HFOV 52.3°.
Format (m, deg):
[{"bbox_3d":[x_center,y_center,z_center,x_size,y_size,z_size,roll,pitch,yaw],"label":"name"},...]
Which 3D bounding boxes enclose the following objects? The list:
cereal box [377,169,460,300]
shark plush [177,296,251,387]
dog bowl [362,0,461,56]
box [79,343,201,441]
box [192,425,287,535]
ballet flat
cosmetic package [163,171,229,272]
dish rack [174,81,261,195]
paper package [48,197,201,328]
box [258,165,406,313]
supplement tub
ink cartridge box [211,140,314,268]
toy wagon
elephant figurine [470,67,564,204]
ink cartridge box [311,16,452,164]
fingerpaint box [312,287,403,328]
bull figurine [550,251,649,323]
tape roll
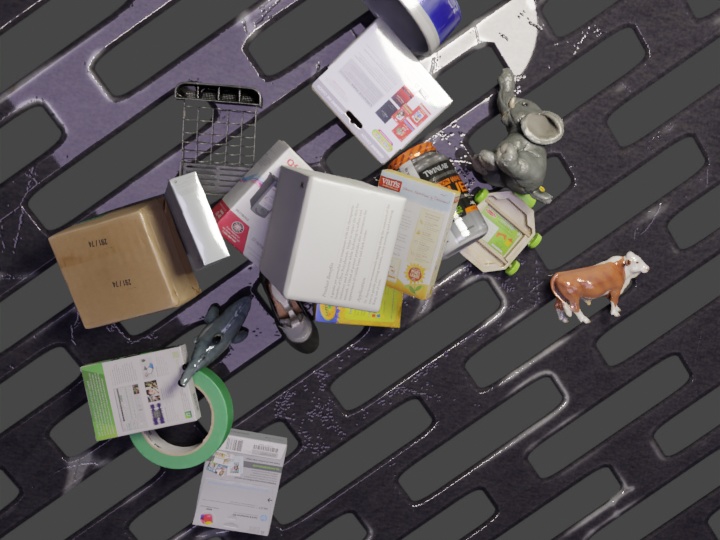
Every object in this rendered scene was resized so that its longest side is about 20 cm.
[{"bbox_3d":[0.082,-0.065,1.300,0.144,0.040,0.200,22,106,22],"label":"cereal box"},{"bbox_3d":[-0.278,0.125,1.357,0.200,0.083,0.091,-41,96,-35],"label":"shark plush"},{"bbox_3d":[0.076,-0.470,1.260,0.200,0.200,0.079,44,91,-11],"label":"dog bowl"},{"bbox_3d":[-0.411,0.228,1.373,0.199,0.036,0.145,-12,90,3],"label":"box"},{"bbox_3d":[-0.241,0.422,1.473,0.155,0.041,0.201,11,98,-7],"label":"box"},{"bbox_3d":[-0.140,0.080,1.406,0.068,0.068,0.200,-29,102,-2],"label":"ballet flat"},{"bbox_3d":[-0.290,-0.079,1.284,0.052,0.200,0.151,-21,93,-18],"label":"cosmetic package"},{"bbox_3d":[-0.261,-0.237,1.343,0.153,0.055,0.201,4,101,-5],"label":"dish rack"},{"bbox_3d":[-0.419,-0.012,1.316,0.200,0.103,0.191,-15,101,17],"label":"paper package"},{"bbox_3d":[-0.054,-0.058,1.235,0.171,0.200,0.200,10,100,-23],"label":"box"},{"bbox_3d":[0.138,-0.128,1.353,0.122,0.123,0.200,-30,84,0],"label":"supplement tub"},{"bbox_3d":[-0.158,-0.115,1.342,0.200,0.086,0.148,-46,117,2],"label":"ink cartridge box"},{"bbox_3d":[0.280,-0.093,1.433,0.155,0.040,0.200,38,94,-11],"label":"toy wagon"},{"bbox_3d":[0.306,-0.254,1.367,0.155,0.141,0.200,42,73,-41],"label":"elephant figurine"},{"bbox_3d":[0.034,-0.322,1.342,0.176,0.084,0.200,-43,101,2],"label":"ink cartridge box"},{"bbox_3d":[0.000,0.000,1.403,0.166,0.073,0.201,4,99,-7],"label":"fingerpaint box"},{"bbox_3d":[0.474,0.034,1.461,0.199,0.065,0.122,-10,98,-3],"label":"bull figurine"},{"bbox_3d":[-0.347,0.276,1.410,0.200,0.048,0.201,0,91,5],"label":"tape roll"}]
